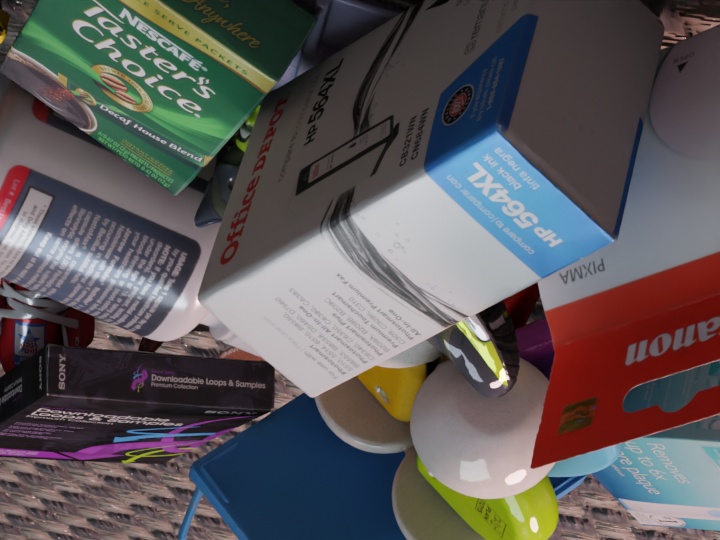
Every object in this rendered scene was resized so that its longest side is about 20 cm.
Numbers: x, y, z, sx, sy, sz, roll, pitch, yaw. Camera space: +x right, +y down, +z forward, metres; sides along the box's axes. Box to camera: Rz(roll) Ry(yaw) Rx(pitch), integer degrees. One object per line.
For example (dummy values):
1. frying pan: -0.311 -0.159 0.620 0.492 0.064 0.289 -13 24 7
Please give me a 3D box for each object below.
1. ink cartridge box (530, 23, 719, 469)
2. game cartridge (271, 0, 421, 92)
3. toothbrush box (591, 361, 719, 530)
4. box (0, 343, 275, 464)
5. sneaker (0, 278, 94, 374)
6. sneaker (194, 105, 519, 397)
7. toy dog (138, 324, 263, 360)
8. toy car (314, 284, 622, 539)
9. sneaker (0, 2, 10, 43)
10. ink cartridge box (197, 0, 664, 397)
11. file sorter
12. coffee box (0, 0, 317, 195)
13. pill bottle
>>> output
1. ink cartridge box: 0.142 -0.023 1.175 0.163 0.200 0.057 -21 124 38
2. game cartridge: 0.038 -0.097 1.336 0.200 0.038 0.130 17 154 -1
3. toothbrush box: 0.236 0.093 1.574 0.200 0.085 0.146 1 153 31
4. box: -0.153 0.084 1.631 0.143 0.036 0.200 5 164 -23
5. sneaker: -0.200 -0.002 1.618 0.071 0.113 0.200 9 157 17
6. sneaker: 0.000 0.000 1.397 0.200 0.081 0.074 42 -164 5
7. toy dog: -0.067 0.035 1.634 0.200 0.096 0.132 22 158 -12
8. toy car: 0.068 0.058 1.504 0.200 0.150 0.175 54 161 20
9. sneaker: -0.224 -0.120 1.414 0.090 0.070 0.200 14 156 15
10. ink cartridge box: 0.031 -0.049 1.228 0.200 0.146 0.084 -28 122 38
11. file sorter: 0.007 0.146 1.625 0.139 0.200 0.123 50 152 16
12. coffee box: -0.107 -0.112 1.343 0.123 0.044 0.200 35 157 -8
13. pill bottle: -0.127 -0.028 1.496 0.200 0.120 0.120 24 157 -16
